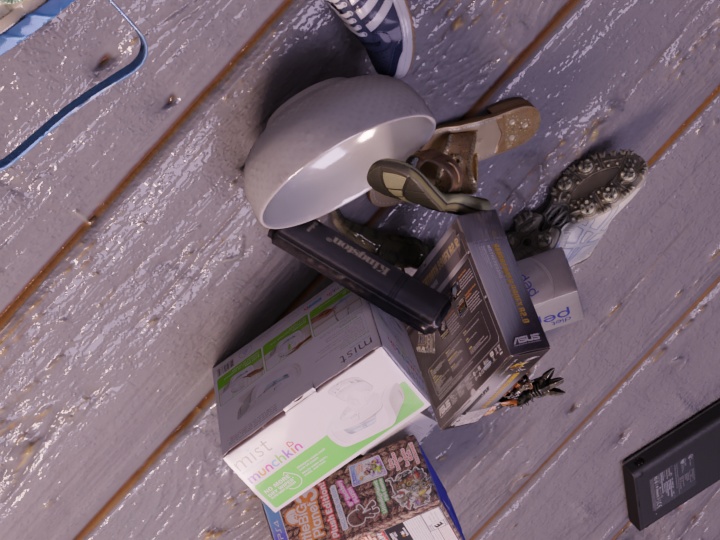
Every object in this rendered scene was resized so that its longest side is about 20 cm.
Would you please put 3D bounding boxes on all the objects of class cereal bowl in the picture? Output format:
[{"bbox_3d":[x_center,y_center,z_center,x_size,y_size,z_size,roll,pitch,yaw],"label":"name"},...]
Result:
[{"bbox_3d":[-0.030,-0.127,1.503,0.200,0.083,0.200,-29,169,-6],"label":"cereal bowl"}]

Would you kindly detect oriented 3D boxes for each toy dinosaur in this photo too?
[{"bbox_3d":[0.022,-0.009,1.693,0.200,0.047,0.088,20,106,-39],"label":"toy dinosaur"},{"bbox_3d":[0.152,0.128,1.846,0.136,0.200,0.102,-24,94,-27],"label":"toy dinosaur"}]

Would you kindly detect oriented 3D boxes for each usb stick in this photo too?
[{"bbox_3d":[0.000,0.000,1.581,0.055,0.200,0.033,-52,170,-46],"label":"usb stick"}]

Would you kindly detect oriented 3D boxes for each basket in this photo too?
[{"bbox_3d":[-0.290,-0.196,1.247,0.176,0.139,0.200,-40,127,-5],"label":"basket"}]

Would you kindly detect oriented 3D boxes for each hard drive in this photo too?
[{"bbox_3d":[0.469,0.277,2.242,0.200,0.033,0.140,-29,135,-14],"label":"hard drive"}]

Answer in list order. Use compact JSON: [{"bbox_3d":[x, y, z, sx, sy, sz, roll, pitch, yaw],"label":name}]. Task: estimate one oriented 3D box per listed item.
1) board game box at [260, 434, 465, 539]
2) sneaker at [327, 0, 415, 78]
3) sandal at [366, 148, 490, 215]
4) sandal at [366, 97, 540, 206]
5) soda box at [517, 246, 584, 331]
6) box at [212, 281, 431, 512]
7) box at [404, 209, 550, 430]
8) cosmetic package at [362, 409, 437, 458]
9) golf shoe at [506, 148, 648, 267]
[{"bbox_3d":[0.009,0.307,1.841,0.200,0.097,0.160,-24,141,2],"label":"board game box"},{"bbox_3d":[-0.016,-0.255,1.449,0.108,0.070,0.200,-27,128,-23],"label":"sneaker"},{"bbox_3d":[0.070,-0.091,1.556,0.201,0.080,0.057,12,95,-62],"label":"sandal"},{"bbox_3d":[0.112,-0.115,1.652,0.211,0.070,0.078,-27,135,-16],"label":"sandal"},{"bbox_3d":[0.146,0.045,1.751,0.200,0.064,0.068,-18,147,4],"label":"soda box"},{"bbox_3d":[-0.046,0.118,1.606,0.200,0.177,0.097,-36,117,8],"label":"box"},{"bbox_3d":[0.110,0.055,1.611,0.048,0.159,0.200,-9,156,-25],"label":"box"},{"bbox_3d":[-0.002,0.159,1.796,0.083,0.051,0.200,-46,137,9],"label":"cosmetic package"},{"bbox_3d":[0.254,-0.059,1.805,0.200,0.078,0.097,-38,143,8],"label":"golf shoe"}]
